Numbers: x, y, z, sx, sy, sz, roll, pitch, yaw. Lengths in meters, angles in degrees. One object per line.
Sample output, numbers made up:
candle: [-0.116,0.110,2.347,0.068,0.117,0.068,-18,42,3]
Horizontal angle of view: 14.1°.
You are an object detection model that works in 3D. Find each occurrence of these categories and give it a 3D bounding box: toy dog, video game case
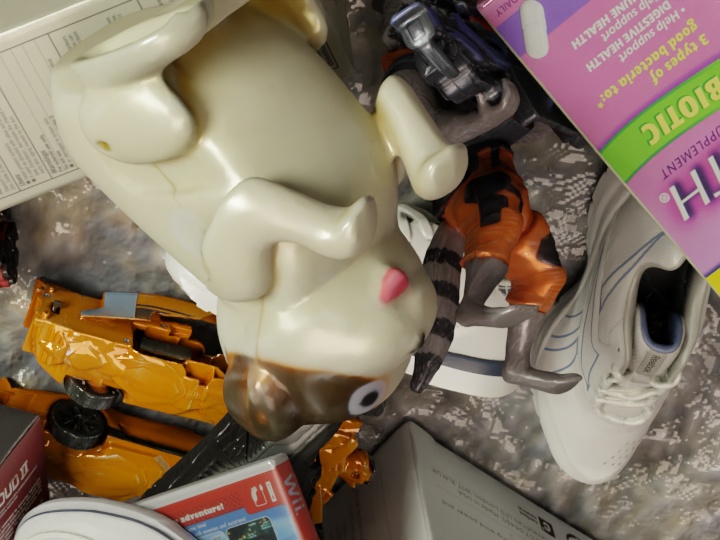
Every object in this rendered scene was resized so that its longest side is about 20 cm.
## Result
toy dog: [-0.046,-0.024,1.260,0.193,0.140,0.201,-23,103,37]
video game case: [-0.060,0.203,1.433,0.142,0.017,0.201,-20,92,32]

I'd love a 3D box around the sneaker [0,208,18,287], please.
sneaker: [-0.238,-0.055,1.383,0.082,0.078,0.200,-20,126,11]

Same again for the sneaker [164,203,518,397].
sneaker: [0.000,0.000,1.460,0.199,0.076,0.081,12,113,-19]

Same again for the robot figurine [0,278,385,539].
robot figurine: [-0.086,0.074,1.505,0.199,0.058,0.145,16,124,-15]

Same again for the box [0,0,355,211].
box: [-0.111,-0.110,1.353,0.199,0.078,0.095,-19,126,9]

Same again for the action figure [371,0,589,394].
action figure: [0.040,-0.052,1.348,0.104,0.194,0.200,-22,156,22]

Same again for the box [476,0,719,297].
box: [0.186,-0.110,1.331,0.176,0.097,0.200,-37,100,21]

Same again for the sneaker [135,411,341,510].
sneaker: [-0.047,0.129,1.477,0.104,0.060,0.200,36,120,-23]

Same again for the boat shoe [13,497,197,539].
boat shoe: [-0.094,0.168,1.395,0.199,0.067,0.074,21,111,24]

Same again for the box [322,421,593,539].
box: [0.066,0.223,1.543,0.199,0.200,0.131,33,115,-27]

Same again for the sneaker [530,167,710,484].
sneaker: [0.134,0.036,1.481,0.074,0.087,0.201,3,127,-10]

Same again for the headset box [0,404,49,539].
headset box: [-0.238,0.138,1.494,0.148,0.075,0.201,14,129,18]
